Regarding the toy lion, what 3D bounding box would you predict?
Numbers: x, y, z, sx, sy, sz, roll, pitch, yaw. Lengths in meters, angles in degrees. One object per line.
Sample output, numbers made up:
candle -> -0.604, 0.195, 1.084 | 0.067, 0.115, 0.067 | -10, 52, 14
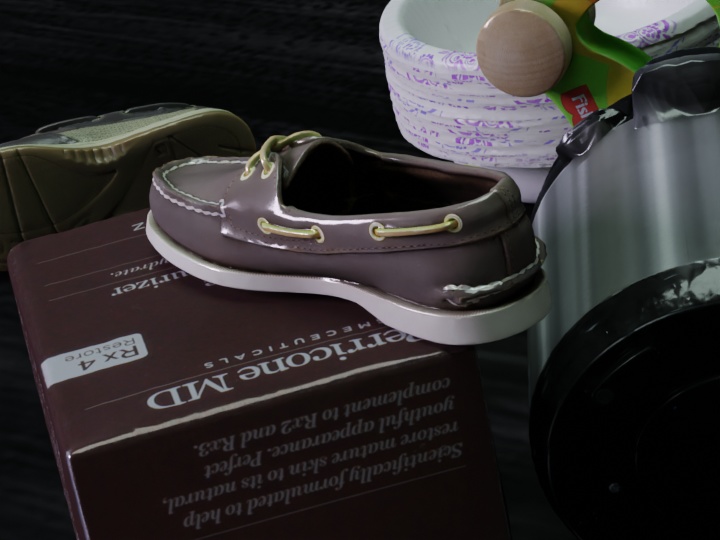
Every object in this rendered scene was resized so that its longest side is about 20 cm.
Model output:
toy lion -> 0.181, -0.077, 1.354 | 0.192, 0.200, 0.069 | -21, 18, 26

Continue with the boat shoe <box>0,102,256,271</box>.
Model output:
boat shoe -> -0.160, -0.050, 1.585 | 0.201, 0.072, 0.066 | -16, 16, -10

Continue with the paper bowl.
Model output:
paper bowl -> 0.116, -0.109, 1.538 | 0.201, 0.104, 0.201 | -10, 26, 5

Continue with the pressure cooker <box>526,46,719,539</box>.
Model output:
pressure cooker -> 0.153, 0.013, 1.163 | 0.179, 0.176, 0.200 | 25, 33, -15

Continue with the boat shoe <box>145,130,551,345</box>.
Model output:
boat shoe -> -0.011, -0.024, 1.091 | 0.200, 0.060, 0.072 | 16, 36, 42

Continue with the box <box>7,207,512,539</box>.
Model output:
box -> -0.040, 0.079, 1.152 | 0.166, 0.164, 0.200 | -14, 26, -8
